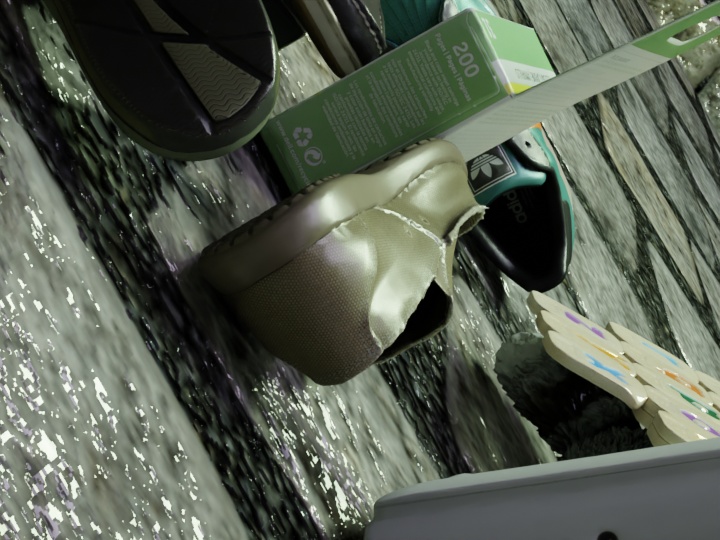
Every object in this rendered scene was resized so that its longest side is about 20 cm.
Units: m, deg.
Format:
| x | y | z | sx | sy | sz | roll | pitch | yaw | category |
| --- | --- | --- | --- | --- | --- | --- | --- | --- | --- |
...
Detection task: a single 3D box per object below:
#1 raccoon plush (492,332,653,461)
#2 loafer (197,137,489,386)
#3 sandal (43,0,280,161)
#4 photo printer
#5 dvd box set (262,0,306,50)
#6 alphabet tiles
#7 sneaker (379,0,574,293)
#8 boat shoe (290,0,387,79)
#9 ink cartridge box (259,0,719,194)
| x | y | z | sx | sy | sz | roll | pitch | yaw | category |
| --- | --- | --- | --- | --- | --- | --- | --- | --- | --- |
| 0.093 | 0.108 | 0.989 | 0.200 | 0.097 | 0.134 | 37 | 15 | 31 | raccoon plush |
| 0.000 | 0.000 | 0.828 | 0.068 | 0.076 | 0.200 | 64 | 23 | 0 | loafer |
| -0.085 | -0.117 | 0.769 | 0.057 | 0.079 | 0.202 | 94 | -22 | -64 | sandal |
| 0.119 | 0.095 | 0.791 | 0.166 | 0.199 | 0.070 | 15 | 66 | -71 | photo printer |
| -0.088 | -0.203 | 0.967 | 0.146 | 0.029 | 0.201 | 46 | 21 | -49 | dvd box set |
| 0.161 | 0.073 | 1.015 | 0.195 | 0.015 | 0.200 | 29 | 10 | -7 | alphabet tiles |
| 0.059 | -0.076 | 1.160 | 0.200 | 0.071 | 0.080 | 57 | 11 | -25 | sneaker |
| -0.011 | -0.163 | 0.972 | 0.073 | 0.064 | 0.201 | 60 | 11 | -45 | boat shoe |
| 0.069 | -0.086 | 0.955 | 0.048 | 0.199 | 0.145 | 63 | 14 | 4 | ink cartridge box |
